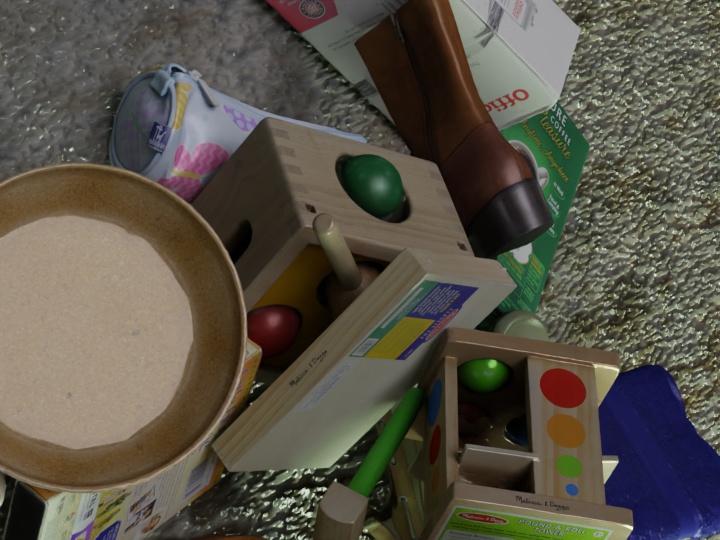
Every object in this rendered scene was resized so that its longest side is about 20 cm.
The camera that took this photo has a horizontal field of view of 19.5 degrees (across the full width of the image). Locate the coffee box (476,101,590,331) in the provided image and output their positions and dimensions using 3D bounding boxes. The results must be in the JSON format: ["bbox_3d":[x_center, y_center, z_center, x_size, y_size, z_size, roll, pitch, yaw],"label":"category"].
[{"bbox_3d":[0.117,-0.057,1.685,0.123,0.044,0.200,46,53,-40],"label":"coffee box"}]

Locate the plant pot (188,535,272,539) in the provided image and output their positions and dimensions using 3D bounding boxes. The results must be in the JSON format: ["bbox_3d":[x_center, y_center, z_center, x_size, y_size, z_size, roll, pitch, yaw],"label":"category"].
[{"bbox_3d":[-0.054,0.271,1.405,0.200,0.140,0.200,12,70,-38],"label":"plant pot"}]

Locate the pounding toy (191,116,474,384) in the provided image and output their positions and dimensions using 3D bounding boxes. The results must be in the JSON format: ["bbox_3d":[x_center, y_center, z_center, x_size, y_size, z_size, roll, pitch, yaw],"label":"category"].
[{"bbox_3d":[-0.027,-0.005,1.430,0.184,0.200,0.142,13,44,-38],"label":"pounding toy"}]

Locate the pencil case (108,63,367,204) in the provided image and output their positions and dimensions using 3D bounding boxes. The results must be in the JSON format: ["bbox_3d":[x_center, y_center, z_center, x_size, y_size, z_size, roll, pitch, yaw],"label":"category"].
[{"bbox_3d":[-0.082,-0.081,1.507,0.200,0.083,0.091,19,93,-37],"label":"pencil case"}]

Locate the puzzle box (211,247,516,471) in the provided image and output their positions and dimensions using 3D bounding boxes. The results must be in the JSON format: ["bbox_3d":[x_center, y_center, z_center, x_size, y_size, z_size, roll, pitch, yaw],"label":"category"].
[{"bbox_3d":[0.004,0.063,1.416,0.025,0.200,0.133,53,21,23],"label":"puzzle box"}]

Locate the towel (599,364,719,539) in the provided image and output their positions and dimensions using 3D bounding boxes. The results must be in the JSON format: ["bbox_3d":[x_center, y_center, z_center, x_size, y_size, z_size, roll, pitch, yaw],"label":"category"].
[{"bbox_3d":[0.196,0.152,1.598,0.200,0.050,0.148,-8,59,-45],"label":"towel"}]

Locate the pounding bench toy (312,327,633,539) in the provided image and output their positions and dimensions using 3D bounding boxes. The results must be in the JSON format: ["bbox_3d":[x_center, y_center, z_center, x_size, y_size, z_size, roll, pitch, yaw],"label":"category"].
[{"bbox_3d":[0.066,0.124,1.424,0.200,0.124,0.156,9,51,-12],"label":"pounding bench toy"}]

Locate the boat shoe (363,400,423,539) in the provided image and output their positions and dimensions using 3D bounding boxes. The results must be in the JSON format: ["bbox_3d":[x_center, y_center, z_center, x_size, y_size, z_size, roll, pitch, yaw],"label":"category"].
[{"bbox_3d":[0.037,0.187,1.564,0.076,0.072,0.200,-6,91,-8],"label":"boat shoe"}]

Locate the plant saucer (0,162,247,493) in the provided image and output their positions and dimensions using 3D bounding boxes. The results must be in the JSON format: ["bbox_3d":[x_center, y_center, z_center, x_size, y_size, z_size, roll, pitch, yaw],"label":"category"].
[{"bbox_3d":[-0.169,0.036,1.270,0.200,0.035,0.200,3,80,-15],"label":"plant saucer"}]

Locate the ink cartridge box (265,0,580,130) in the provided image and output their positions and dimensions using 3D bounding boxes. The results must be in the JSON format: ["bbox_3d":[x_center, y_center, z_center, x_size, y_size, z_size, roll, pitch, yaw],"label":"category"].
[{"bbox_3d":[0.047,-0.196,1.606,0.200,0.146,0.083,42,49,-26],"label":"ink cartridge box"}]

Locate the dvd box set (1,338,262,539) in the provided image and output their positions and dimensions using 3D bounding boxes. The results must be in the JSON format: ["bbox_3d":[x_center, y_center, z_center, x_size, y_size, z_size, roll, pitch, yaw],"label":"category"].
[{"bbox_3d":[-0.152,0.135,1.361,0.029,0.146,0.200,39,48,18],"label":"dvd box set"}]

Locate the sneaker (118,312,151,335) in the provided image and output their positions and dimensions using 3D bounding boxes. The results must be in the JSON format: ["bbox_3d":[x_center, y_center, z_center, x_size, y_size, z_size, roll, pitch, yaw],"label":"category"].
[{"bbox_3d":[-0.171,0.034,1.362,0.200,0.140,0.078,-41,107,-38],"label":"sneaker"}]

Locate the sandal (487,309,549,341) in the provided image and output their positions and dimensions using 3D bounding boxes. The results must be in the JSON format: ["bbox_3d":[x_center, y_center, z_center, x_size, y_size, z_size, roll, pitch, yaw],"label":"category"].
[{"bbox_3d":[0.144,0.130,1.633,0.080,0.057,0.201,-22,103,-41],"label":"sandal"}]

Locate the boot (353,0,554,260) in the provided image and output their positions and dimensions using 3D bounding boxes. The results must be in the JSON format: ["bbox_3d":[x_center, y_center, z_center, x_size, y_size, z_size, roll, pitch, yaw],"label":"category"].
[{"bbox_3d":[0.037,-0.084,1.544,0.068,0.188,0.200,-19,77,-35],"label":"boot"}]

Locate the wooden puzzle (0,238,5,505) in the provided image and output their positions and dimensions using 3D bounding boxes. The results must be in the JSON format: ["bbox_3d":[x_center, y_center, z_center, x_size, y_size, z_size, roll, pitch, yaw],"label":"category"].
[{"bbox_3d":[-0.314,0.057,1.252,0.200,0.037,0.185,0,78,-15],"label":"wooden puzzle"}]
